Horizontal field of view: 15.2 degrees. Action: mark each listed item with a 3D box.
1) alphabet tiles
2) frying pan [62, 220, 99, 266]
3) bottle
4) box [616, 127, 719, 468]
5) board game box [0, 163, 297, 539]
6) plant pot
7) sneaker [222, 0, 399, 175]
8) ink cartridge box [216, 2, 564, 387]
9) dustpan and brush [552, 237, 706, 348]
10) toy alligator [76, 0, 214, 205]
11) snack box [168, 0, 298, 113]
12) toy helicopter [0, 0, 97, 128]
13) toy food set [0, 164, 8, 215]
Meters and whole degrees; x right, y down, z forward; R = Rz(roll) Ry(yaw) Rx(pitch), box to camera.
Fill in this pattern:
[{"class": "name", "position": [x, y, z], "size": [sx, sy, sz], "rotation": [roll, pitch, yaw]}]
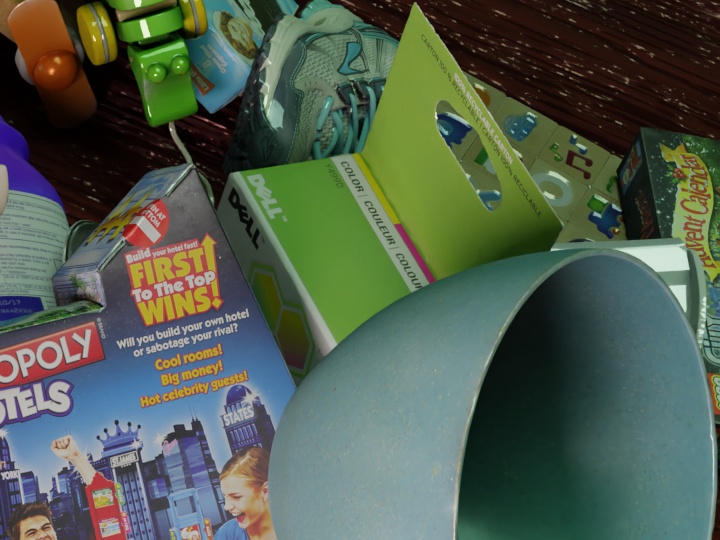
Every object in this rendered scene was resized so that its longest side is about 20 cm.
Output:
[{"class": "alphabet tiles", "position": [0.074, -0.031, 1.434], "size": [0.199, 0.006, 0.167], "rotation": [29, 45, 6]}, {"class": "frying pan", "position": [-0.095, 0.022, 1.281], "size": [0.116, 0.031, 0.190], "rotation": [68, 16, -5]}, {"class": "bottle", "position": [-0.178, -0.013, 1.273], "size": [0.083, 0.065, 0.201], "rotation": [7, 45, -34]}, {"class": "box", "position": [0.216, 0.019, 1.414], "size": [0.136, 0.038, 0.201], "rotation": [9, 48, -17]}, {"class": "board game box", "position": [-0.107, 0.063, 1.159], "size": [0.199, 0.062, 0.201], "rotation": [-13, 93, -27]}, {"class": "plant pot", "position": [0.041, 0.089, 1.114], "size": [0.134, 0.201, 0.200], "rotation": [3, 33, 36]}, {"class": "sneaker", "position": [-0.009, -0.088, 1.362], "size": [0.086, 0.078, 0.200], "rotation": [21, 23, 5]}, {"class": "ink cartridge box", "position": [0.000, 0.000, 1.237], "size": [0.075, 0.201, 0.148], "rotation": [-11, 53, -29]}, {"class": "dustpan and brush", "position": [0.105, 0.070, 1.305], "size": [0.139, 0.057, 0.201], "rotation": [-2, 70, -1]}, {"class": "toy alligator", "position": [-0.102, -0.115, 1.315], "size": [0.059, 0.054, 0.201], "rotation": [-18, 96, -14]}, {"class": "snack box", "position": [-0.119, -0.183, 1.396], "size": [0.200, 0.037, 0.116], "rotation": [48, 24, -12]}, {"class": "toy helicopter", "position": [-0.188, -0.136, 1.335], "size": [0.133, 0.079, 0.200], "rotation": [56, 16, 8]}, {"class": "toy food set", "position": [-0.274, -0.020, 1.198], "size": [0.199, 0.061, 0.143], "rotation": [8, 34, 35]}]
